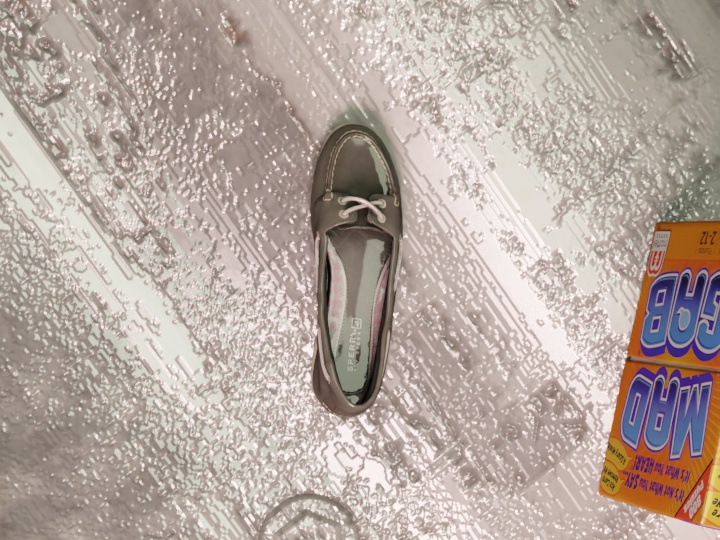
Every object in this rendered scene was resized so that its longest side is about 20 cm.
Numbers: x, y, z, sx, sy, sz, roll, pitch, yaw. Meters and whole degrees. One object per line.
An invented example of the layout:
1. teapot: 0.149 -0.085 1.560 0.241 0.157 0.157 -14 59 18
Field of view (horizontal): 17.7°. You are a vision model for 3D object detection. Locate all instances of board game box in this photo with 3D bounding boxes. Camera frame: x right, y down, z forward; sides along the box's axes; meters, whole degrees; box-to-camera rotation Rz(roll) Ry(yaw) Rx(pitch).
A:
1. board game box: 0.305 0.086 1.578 0.198 0.200 0.202 14 87 -13

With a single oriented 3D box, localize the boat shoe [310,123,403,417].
1. boat shoe: 0.000 0.000 1.574 0.066 0.057 0.202 3 91 -14
